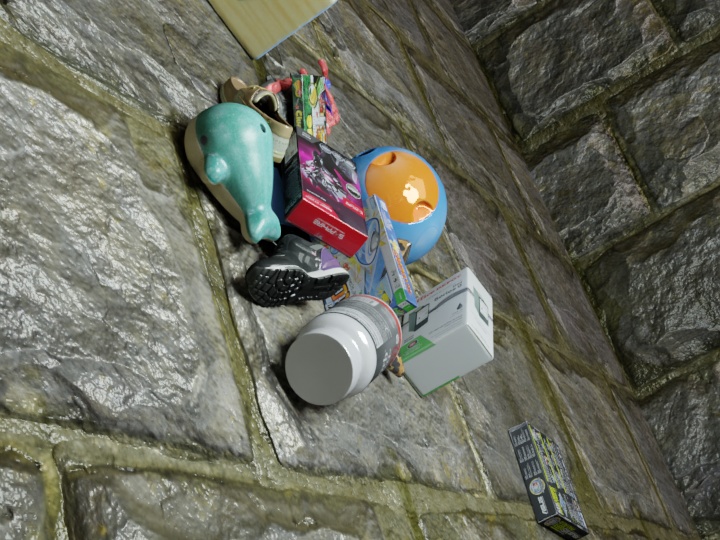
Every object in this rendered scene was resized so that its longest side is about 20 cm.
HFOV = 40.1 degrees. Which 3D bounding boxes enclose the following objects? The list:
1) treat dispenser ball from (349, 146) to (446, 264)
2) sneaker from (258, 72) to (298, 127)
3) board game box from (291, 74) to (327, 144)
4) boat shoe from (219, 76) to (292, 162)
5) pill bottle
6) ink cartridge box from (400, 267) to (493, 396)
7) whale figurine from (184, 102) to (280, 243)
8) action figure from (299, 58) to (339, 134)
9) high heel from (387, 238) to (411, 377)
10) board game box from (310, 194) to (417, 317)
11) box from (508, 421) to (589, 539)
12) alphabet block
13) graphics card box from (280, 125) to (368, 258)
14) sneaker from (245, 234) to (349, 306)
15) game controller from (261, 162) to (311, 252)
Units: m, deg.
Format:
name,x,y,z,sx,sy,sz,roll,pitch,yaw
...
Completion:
name,x,y,z,sx,sy,sz,roll,pitch,yaw
treat dispenser ball,0.044,-0.105,1.645,0.201,0.200,0.202,48,23,-28
sneaker,-0.127,-0.278,1.664,0.099,0.070,0.200,62,19,-6
board game box,-0.081,-0.220,1.629,0.105,0.023,0.202,-25,114,-67
boat shoe,-0.153,-0.244,1.502,0.074,0.067,0.200,14,31,-44
pill bottle,-0.023,0.107,1.323,0.117,0.115,0.200,60,21,0
ink cartridge box,0.147,0.102,1.686,0.084,0.145,0.200,51,21,-18
whale figurine,-0.156,-0.138,1.351,0.159,0.103,0.201,-6,69,-65
action figure,-0.088,-0.334,1.839,0.099,0.065,0.201,50,20,-46
high heel,0.055,0.056,1.534,0.201,0.142,0.071,60,19,1
board game box,0.000,0.000,1.492,0.034,0.135,0.201,33,32,-48
box,0.369,0.414,1.933,0.160,0.044,0.201,37,30,-46
alphabet block,-0.160,-0.529,1.745,0.200,0.195,0.196,52,20,-19
graphics card box,-0.057,-0.121,1.483,0.125,0.051,0.201,30,29,-27
sneaker,-0.104,-0.006,1.354,0.088,0.076,0.199,55,23,21
game controller,-0.133,-0.109,1.461,0.104,0.042,0.201,22,41,-59
